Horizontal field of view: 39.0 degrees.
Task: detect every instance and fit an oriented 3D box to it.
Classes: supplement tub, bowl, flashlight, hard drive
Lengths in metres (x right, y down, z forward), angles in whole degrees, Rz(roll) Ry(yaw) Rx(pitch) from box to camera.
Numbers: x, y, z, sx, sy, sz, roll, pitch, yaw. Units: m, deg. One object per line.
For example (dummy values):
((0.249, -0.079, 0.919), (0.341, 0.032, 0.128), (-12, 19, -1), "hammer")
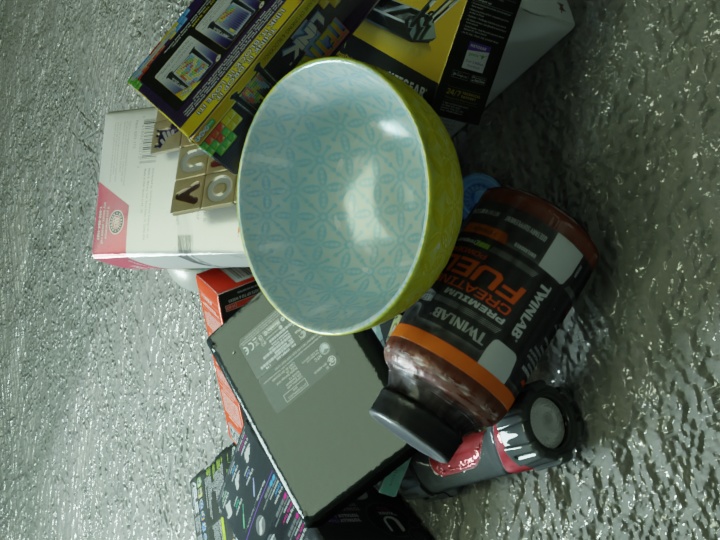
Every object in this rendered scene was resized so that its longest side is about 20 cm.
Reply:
((0.089, 0.043, 0.770), (0.200, 0.107, 0.107), (-57, 32, -12), "supplement tub")
((0.010, -0.055, 0.766), (0.200, 0.107, 0.201), (3, 94, 44), "bowl")
((0.093, 0.145, 0.848), (0.200, 0.068, 0.068), (-28, 52, 51), "flashlight")
((-0.040, 0.102, 0.890), (0.139, 0.033, 0.200), (-40, 64, 16), "hard drive")

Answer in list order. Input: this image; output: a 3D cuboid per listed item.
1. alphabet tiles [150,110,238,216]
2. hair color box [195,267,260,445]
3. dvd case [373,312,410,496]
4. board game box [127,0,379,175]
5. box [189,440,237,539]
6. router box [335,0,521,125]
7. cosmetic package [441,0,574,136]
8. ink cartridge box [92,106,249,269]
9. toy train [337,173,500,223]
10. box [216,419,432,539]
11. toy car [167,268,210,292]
((-0.114, -0.146, 0.900), (0.167, 0.008, 0.201), (-8, 64, 26), "alphabet tiles")
((-0.098, 0.086, 1.054), (0.061, 0.101, 0.201), (34, 139, 52), "hair color box")
((0.016, 0.107, 0.956), (0.146, 0.022, 0.200), (-68, 24, 3), "dvd case")
((-0.089, -0.196, 0.848), (0.200, 0.057, 0.165), (-50, 40, 2), "board game box")
((-0.133, 0.303, 1.185), (0.193, 0.047, 0.201), (-43, 49, 42), "box")
((0.046, -0.221, 0.817), (0.200, 0.052, 0.158), (38, 115, 52), "router box")
((0.080, -0.193, 0.898), (0.200, 0.101, 0.074), (-40, 53, 44), "cosmetic package")
((-0.146, -0.077, 0.957), (0.199, 0.083, 0.147), (-1, 80, 29), "ink cartridge box")
((0.034, -0.057, 0.871), (0.114, 0.200, 0.087), (-54, -2, -14), "toy train")
((-0.040, 0.242, 0.982), (0.200, 0.122, 0.106), (45, 121, 51), "box")
((-0.124, -0.065, 1.106), (0.150, 0.199, 0.176), (25, 123, 49), "toy car")
